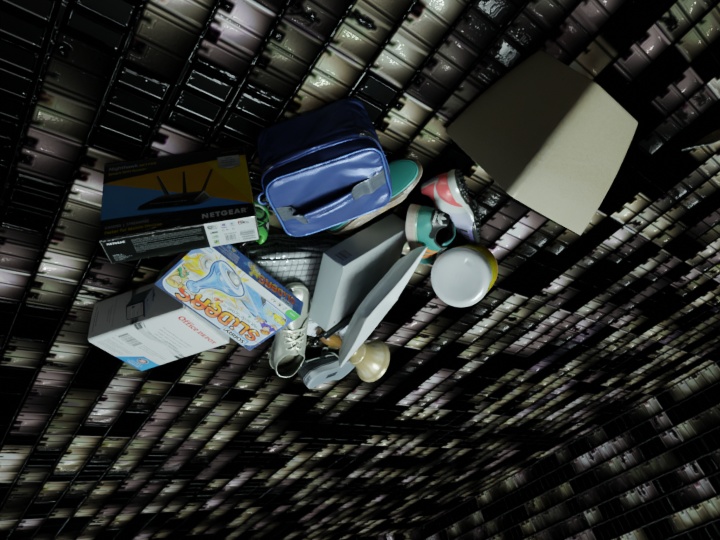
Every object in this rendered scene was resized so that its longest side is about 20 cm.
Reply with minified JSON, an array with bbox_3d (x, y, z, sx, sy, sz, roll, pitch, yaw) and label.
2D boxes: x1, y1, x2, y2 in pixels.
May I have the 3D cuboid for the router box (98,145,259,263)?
[{"bbox_3d":[-0.251,-0.096,0.727,0.198,0.150,0.051,-11,143,-10],"label":"router box"}]

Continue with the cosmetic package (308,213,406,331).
[{"bbox_3d":[0.000,0.000,0.937,0.199,0.051,0.152,-32,147,-44],"label":"cosmetic package"}]

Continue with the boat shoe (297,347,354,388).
[{"bbox_3d":[-0.081,0.231,1.272,0.198,0.068,0.074,-11,139,-52],"label":"boat shoe"}]

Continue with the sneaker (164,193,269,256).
[{"bbox_3d":[-0.242,-0.061,0.828,0.198,0.086,0.078,-16,143,-1],"label":"sneaker"}]

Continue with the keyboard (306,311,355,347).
[{"bbox_3d":[-0.041,0.109,1.030,0.126,0.021,0.200,-32,178,10],"label":"keyboard"}]

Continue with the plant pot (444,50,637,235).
[{"bbox_3d":[0.288,-0.205,0.795,0.199,0.200,0.178,18,120,-38],"label":"plant pot"}]

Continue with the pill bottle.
[{"bbox_3d":[0.210,0.003,1.023,0.109,0.110,0.200,-35,174,21],"label":"pill bottle"}]

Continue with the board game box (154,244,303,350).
[{"bbox_3d":[-0.210,0.037,0.842,0.135,0.035,0.200,-34,119,29],"label":"board game box"}]

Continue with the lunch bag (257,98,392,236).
[{"bbox_3d":[-0.059,-0.141,0.766,0.198,0.133,0.136,-21,143,3],"label":"lunch bag"}]

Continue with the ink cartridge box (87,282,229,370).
[{"bbox_3d":[-0.364,0.098,0.959,0.198,0.087,0.147,-19,143,10],"label":"ink cartridge box"}]

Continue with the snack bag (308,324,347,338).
[{"bbox_3d":[-0.032,0.093,1.142,0.199,0.022,0.188,-35,146,21],"label":"snack bag"}]

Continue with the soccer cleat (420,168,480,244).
[{"bbox_3d":[0.175,-0.111,0.967,0.072,0.069,0.200,-11,148,23],"label":"soccer cleat"}]

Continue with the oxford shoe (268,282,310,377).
[{"bbox_3d":[-0.123,0.111,0.932,0.074,0.058,0.202,-3,123,-28],"label":"oxford shoe"}]

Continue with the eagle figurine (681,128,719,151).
[{"bbox_3d":[0.727,-0.271,0.963,0.198,0.151,0.153,17,93,1],"label":"eagle figurine"}]

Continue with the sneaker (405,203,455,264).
[{"bbox_3d":[0.135,-0.056,0.959,0.079,0.072,0.200,11,165,17],"label":"sneaker"}]

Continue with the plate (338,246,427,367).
[{"bbox_3d":[0.031,0.061,0.940,0.200,0.032,0.200,-47,168,-35],"label":"plate"}]

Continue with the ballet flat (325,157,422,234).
[{"bbox_3d":[0.025,-0.124,0.891,0.199,0.069,0.067,-28,162,21],"label":"ballet flat"}]

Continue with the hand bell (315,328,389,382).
[{"bbox_3d":[-0.031,0.178,1.194,0.104,0.105,0.199,-36,136,22],"label":"hand bell"}]

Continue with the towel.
[{"bbox_3d":[-0.135,0.016,0.948,0.198,0.086,0.167,-6,128,-31],"label":"towel"}]
